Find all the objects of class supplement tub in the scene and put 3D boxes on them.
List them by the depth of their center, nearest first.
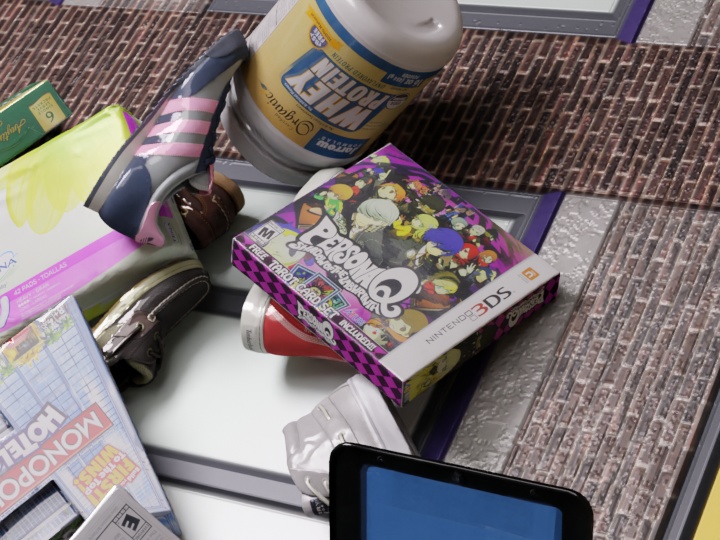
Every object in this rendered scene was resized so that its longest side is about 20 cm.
[{"bbox_3d":[-0.021,-0.180,1.618,0.200,0.144,0.146,-45,31,38],"label":"supplement tub"}]

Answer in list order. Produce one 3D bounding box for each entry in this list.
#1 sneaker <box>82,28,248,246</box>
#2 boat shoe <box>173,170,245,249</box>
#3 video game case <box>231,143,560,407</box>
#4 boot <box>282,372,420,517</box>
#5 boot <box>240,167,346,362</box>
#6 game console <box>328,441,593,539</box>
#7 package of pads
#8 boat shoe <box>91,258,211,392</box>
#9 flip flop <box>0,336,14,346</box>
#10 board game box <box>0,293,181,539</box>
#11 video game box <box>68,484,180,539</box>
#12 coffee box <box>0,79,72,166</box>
[{"bbox_3d":[-0.143,-0.109,1.579,0.082,0.070,0.201,38,80,-4],"label":"sneaker"},{"bbox_3d":[-0.201,-0.069,1.706,0.199,0.071,0.071,15,54,34],"label":"boat shoe"},{"bbox_3d":[0.028,-0.001,1.497,0.181,0.036,0.200,-32,56,-31],"label":"video game case"},{"bbox_3d":[0.003,0.165,1.411,0.095,0.074,0.200,-32,36,3],"label":"boot"},{"bbox_3d":[0.000,0.000,1.562,0.143,0.073,0.201,9,49,16],"label":"boot"},{"bbox_3d":[0.048,0.235,1.277,0.198,0.117,0.177,9,55,26],"label":"game console"},{"bbox_3d":[-0.257,-0.037,1.649,0.199,0.068,0.156,-28,68,14],"label":"package of pads"},{"bbox_3d":[-0.197,0.071,1.589,0.200,0.073,0.065,-41,67,-14],"label":"boat shoe"},{"bbox_3d":[-0.326,0.144,1.580,0.057,0.081,0.201,-18,42,48],"label":"flip flop"},{"bbox_3d":[-0.243,0.158,1.478,0.200,0.062,0.200,-38,68,-13],"label":"board game box"},{"bbox_3d":[-0.168,0.285,1.318,0.182,0.047,0.200,41,69,0],"label":"video game box"},{"bbox_3d":[-0.340,-0.130,1.776,0.123,0.044,0.200,-35,12,-8],"label":"coffee box"}]
